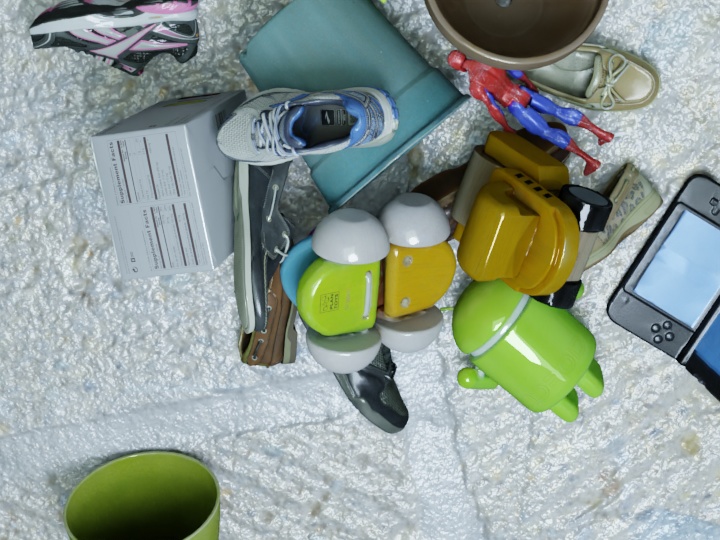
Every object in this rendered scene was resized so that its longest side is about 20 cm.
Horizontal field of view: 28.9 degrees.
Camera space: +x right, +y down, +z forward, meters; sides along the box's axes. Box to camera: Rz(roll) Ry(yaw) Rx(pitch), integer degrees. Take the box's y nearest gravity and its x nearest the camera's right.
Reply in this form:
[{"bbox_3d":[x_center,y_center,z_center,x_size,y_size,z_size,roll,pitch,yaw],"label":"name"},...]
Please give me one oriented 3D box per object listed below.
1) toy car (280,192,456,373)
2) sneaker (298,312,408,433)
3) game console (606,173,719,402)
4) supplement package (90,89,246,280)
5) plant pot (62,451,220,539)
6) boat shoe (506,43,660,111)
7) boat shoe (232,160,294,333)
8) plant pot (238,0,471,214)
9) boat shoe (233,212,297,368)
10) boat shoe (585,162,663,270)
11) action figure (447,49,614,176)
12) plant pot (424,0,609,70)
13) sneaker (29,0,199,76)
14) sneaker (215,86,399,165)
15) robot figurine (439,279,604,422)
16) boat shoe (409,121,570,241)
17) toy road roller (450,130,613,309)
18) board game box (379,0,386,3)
[{"bbox_3d":[0.000,0.000,1.517,0.198,0.149,0.177,-16,122,-34],"label":"toy car"},{"bbox_3d":[0.021,0.091,1.630,0.113,0.076,0.201,-28,97,17],"label":"sneaker"},{"bbox_3d":[0.399,0.024,1.567,0.171,0.119,0.201,30,105,-5],"label":"game console"},{"bbox_3d":[-0.191,-0.098,1.519,0.109,0.200,0.158,-6,105,15],"label":"supplement package"},{"bbox_3d":[-0.249,0.356,1.683,0.184,0.188,0.202,-2,121,4],"label":"plant pot"},{"bbox_3d":[0.235,-0.218,1.537,0.198,0.063,0.074,18,106,-1],"label":"boat shoe"},{"bbox_3d":[-0.100,-0.034,1.465,0.067,0.072,0.203,4,74,-14],"label":"boat shoe"},{"bbox_3d":[-0.016,-0.199,1.500,0.200,0.200,0.197,-38,93,12],"label":"plant pot"},{"bbox_3d":[-0.109,0.030,1.593,0.067,0.072,0.202,-7,123,-13],"label":"boat shoe"},{"bbox_3d":[0.254,-0.046,1.544,0.063,0.199,0.073,54,146,-2],"label":"boat shoe"},{"bbox_3d":[0.176,-0.177,1.504,0.199,0.052,0.066,34,76,-11],"label":"action figure"},{"bbox_3d":[0.156,-0.300,1.464,0.198,0.093,0.204,1,81,-5],"label":"plant pot"},{"bbox_3d":[-0.272,-0.255,1.553,0.197,0.081,0.087,-3,116,10],"label":"sneaker"},{"bbox_3d":[-0.066,-0.147,1.391,0.197,0.085,0.078,-8,97,25],"label":"sneaker"},{"bbox_3d":[0.188,0.081,1.596,0.199,0.116,0.176,39,111,-7],"label":"robot figurine"},{"bbox_3d":[0.150,-0.097,1.576,0.198,0.071,0.071,-26,122,6],"label":"boat shoe"},{"bbox_3d":[0.148,-0.054,1.431,0.145,0.200,0.124,0,119,-40],"label":"toy road roller"},{"bbox_3d":[-0.035,-0.372,1.491,0.199,0.102,0.048,39,105,-8],"label":"board game box"}]
